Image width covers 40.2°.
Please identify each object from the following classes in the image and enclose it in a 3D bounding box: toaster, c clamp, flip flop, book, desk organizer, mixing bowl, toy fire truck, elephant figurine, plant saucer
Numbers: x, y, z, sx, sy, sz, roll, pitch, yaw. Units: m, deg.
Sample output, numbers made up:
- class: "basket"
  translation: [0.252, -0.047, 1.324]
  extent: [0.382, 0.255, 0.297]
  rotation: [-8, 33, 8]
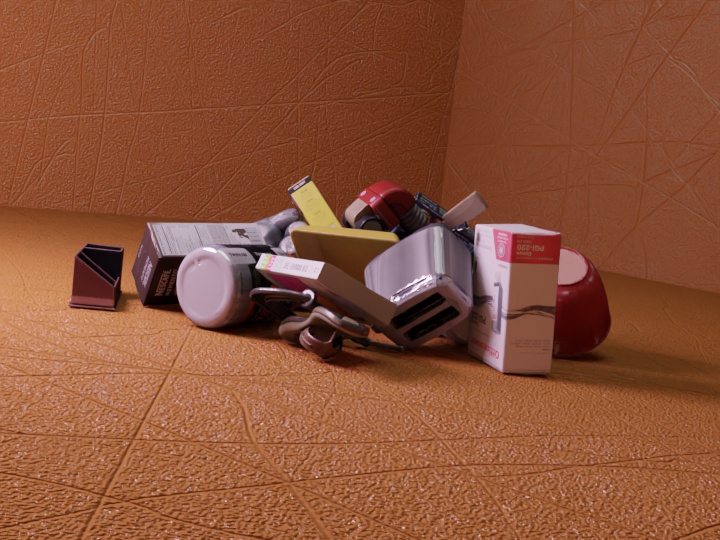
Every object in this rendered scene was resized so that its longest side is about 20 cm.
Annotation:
- class: "toaster"
  translation: [0.095, 0.024, 1.481]
  extent: [0.198, 0.131, 0.113]
  rotation: [-31, -53, 26]
- class: "c clamp"
  translation: [-0.056, 0.066, 1.400]
  extent: [0.169, 0.028, 0.199]
  rotation: [0, -24, 41]
- class: "flip flop"
  translation: [-0.055, 0.091, 1.334]
  extent: [0.080, 0.059, 0.199]
  rotation: [26, -20, -27]
- class: "book"
  translation: [-0.054, 0.025, 1.395]
  extent: [0.133, 0.049, 0.199]
  rotation: [32, -12, -29]
- class: "desk organizer"
  translation: [-0.420, 0.007, 1.581]
  extent: [0.070, 0.079, 0.200]
  rotation: [6, 6, -11]
- class: "mixing bowl"
  translation: [0.320, 0.032, 1.620]
  extent: [0.196, 0.110, 0.202]
  rotation: [-1, 40, 1]
- class: "toy fire truck"
  translation: [0.097, -0.087, 1.668]
  extent: [0.177, 0.200, 0.129]
  rotation: [49, -4, -25]
- class: "elephant figurine"
  translation: [-0.133, -0.007, 1.829]
  extent: [0.155, 0.141, 0.201]
  rotation: [48, -12, 33]
- class: "plant saucer"
  translation: [0.000, 0.000, 1.627]
  extent: [0.197, 0.202, 0.049]
  rotation: [7, 46, 24]

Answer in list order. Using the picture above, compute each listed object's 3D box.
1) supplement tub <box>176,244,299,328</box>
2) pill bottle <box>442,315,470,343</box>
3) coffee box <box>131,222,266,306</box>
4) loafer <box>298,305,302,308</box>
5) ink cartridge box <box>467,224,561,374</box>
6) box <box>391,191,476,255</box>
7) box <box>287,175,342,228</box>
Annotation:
- class: "supplement tub"
  translation: [-0.177, 0.021, 1.516]
  extent: [0.121, 0.125, 0.199]
  rotation: [10, 7, 31]
- class: "pill bottle"
  translation: [0.169, 0.055, 1.623]
  extent: [0.117, 0.122, 0.200]
  rotation: [6, 5, -6]
- class: "coffee box"
  translation: [-0.262, -0.012, 1.613]
  extent: [0.197, 0.114, 0.080]
  rotation: [-2, 48, -33]
- class: "loafer"
  translation: [-0.121, 0.035, 1.746]
  extent: [0.196, 0.064, 0.072]
  rotation: [5, 6, -22]
- class: "ink cartridge box"
  translation: [0.223, 0.039, 1.449]
  extent: [0.083, 0.204, 0.146]
  rotation: [0, 7, -15]
- class: "box"
  translation: [0.140, -0.019, 1.770]
  extent: [0.198, 0.160, 0.046]
  rotation: [33, 24, -3]
- class: "box"
  translation: [-0.059, -0.071, 1.795]
  extent: [0.050, 0.202, 0.075]
  rotation: [-33, -5, -4]
